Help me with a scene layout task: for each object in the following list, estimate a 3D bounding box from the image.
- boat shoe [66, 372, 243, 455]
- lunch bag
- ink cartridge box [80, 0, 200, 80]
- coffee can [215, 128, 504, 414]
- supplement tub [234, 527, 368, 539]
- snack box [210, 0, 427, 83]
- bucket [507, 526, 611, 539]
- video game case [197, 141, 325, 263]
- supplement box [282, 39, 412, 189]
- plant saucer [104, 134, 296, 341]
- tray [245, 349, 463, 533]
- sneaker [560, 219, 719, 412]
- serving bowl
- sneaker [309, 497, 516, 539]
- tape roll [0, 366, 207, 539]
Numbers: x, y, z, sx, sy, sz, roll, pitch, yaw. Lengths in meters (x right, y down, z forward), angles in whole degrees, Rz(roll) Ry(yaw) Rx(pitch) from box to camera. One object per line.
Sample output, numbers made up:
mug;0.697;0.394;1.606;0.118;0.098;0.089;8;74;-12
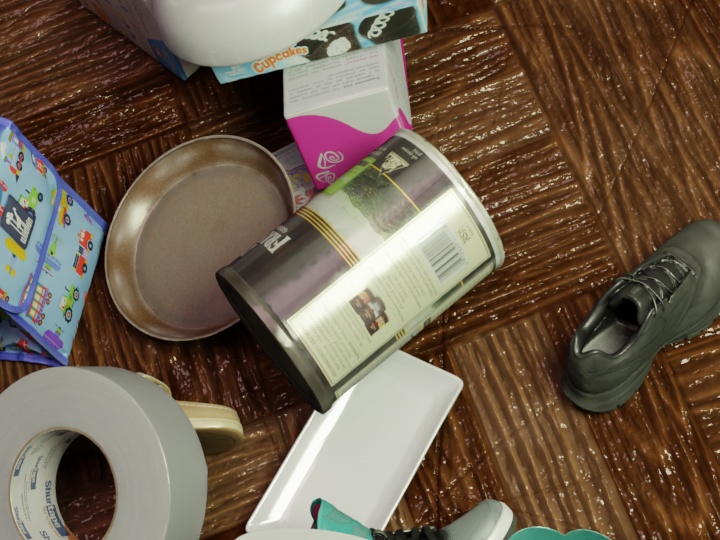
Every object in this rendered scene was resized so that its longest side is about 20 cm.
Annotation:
boat shoe;-0.194;0.119;1.192;0.197;0.071;0.065;1;62;14
lunch bag;-0.315;-0.028;1.224;0.093;0.201;0.152;4;62;15
ink cartridge box;-0.219;-0.317;1.407;0.199;0.129;0.125;36;73;28
coffee can;0.000;0.000;1.150;0.199;0.147;0.146;-38;61;-11
supplement tub;-0.041;0.294;0.953;0.144;0.145;0.203;9;95;16
snack box;-0.038;-0.241;1.242;0.197;0.037;0.117;-12;48;15
bucket;0.145;0.298;0.983;0.204;0.135;0.210;-6;60;10
video game case;-0.031;-0.048;1.278;0.198;0.023;0.183;-27;60;-4
supplement box;-0.012;-0.188;1.283;0.102;0.102;0.202;-14;47;9
plant saucer;-0.143;-0.027;1.265;0.198;0.032;0.203;-10;66;22
tray;-0.002;0.158;1.158;0.106;0.022;0.201;23;68;23
sneaker;0.242;0.027;1.140;0.076;0.091;0.200;34;71;28
serving bowl;-0.102;-0.274;1.227;0.198;0.066;0.202;-12;48;14
sneaker;0.015;0.216;1.066;0.199;0.084;0.121;-39;98;-8
tape roll;-0.224;0.179;1.120;0.198;0.066;0.203;-1;87;23
